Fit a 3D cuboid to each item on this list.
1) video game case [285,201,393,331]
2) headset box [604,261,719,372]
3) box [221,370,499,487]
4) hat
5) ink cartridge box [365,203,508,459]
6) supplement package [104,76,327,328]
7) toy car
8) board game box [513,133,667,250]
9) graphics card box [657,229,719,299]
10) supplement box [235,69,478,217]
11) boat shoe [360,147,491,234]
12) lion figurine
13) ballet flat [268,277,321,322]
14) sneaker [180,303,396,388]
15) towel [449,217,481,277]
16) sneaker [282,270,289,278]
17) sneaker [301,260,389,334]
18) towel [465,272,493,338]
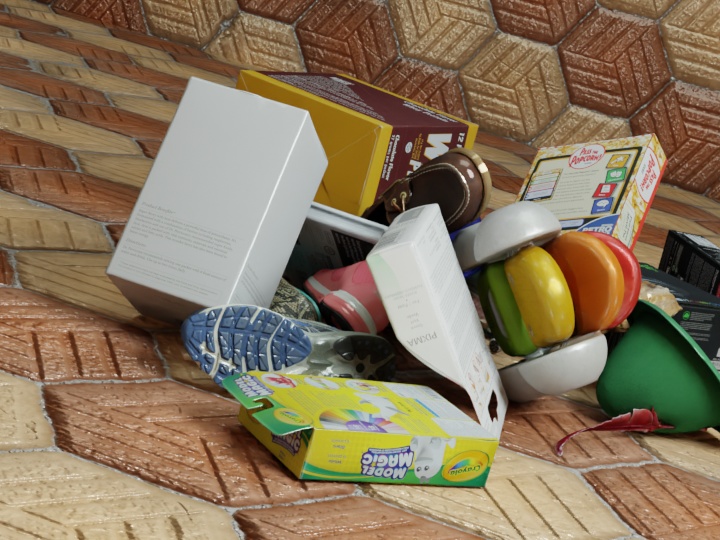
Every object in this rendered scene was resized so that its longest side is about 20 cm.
[{"bbox_3d":[0.000,0.000,1.592,0.181,0.023,0.200,20,-24,20],"label":"video game case"},{"bbox_3d":[0.307,0.051,1.820,0.174,0.093,0.200,7,14,-32],"label":"headset box"},{"bbox_3d":[-0.005,0.124,1.250,0.199,0.049,0.117,10,13,-32],"label":"box"},{"bbox_3d":[0.244,0.138,1.528,0.166,0.176,0.200,42,-13,51],"label":"hat"},{"bbox_3d":[0.071,0.054,1.396,0.050,0.201,0.161,-17,10,14],"label":"ink cartridge box"},{"bbox_3d":[-0.125,-0.050,1.448,0.121,0.201,0.120,18,-16,15],"label":"supplement package"},{"bbox_3d":[0.181,0.020,1.491,0.149,0.176,0.200,-20,-4,-16],"label":"toy car"},{"bbox_3d":[0.239,-0.063,1.772,0.151,0.046,0.200,-4,43,36],"label":"board game box"},{"bbox_3d":[0.410,0.036,1.924,0.051,0.126,0.200,9,13,-14],"label":"graphics card box"},{"bbox_3d":[-0.015,-0.128,1.766,0.197,0.133,0.200,24,18,30],"label":"supplement box"},{"bbox_3d":[0.055,-0.056,1.516,0.070,0.071,0.200,-25,-6,-27],"label":"boat shoe"},{"bbox_3d":[0.225,0.044,1.674,0.199,0.073,0.122,4,14,42],"label":"lion figurine"},{"bbox_3d":[-0.101,0.025,1.550,0.075,0.068,0.200,-11,22,-17],"label":"ballet flat"},{"bbox_3d":[-0.072,0.072,1.375,0.199,0.077,0.085,16,0,-32],"label":"sneaker"},{"bbox_3d":[0.078,-0.021,1.866,0.147,0.050,0.200,-18,16,2],"label":"towel"},{"bbox_3d":[-0.067,-0.026,1.711,0.071,0.073,0.200,-7,-8,34],"label":"sneaker"},{"bbox_3d":[0.005,0.025,1.519,0.074,0.087,0.200,55,-6,-12],"label":"sneaker"},{"bbox_3d":[0.185,-0.011,1.810,0.147,0.200,0.022,31,-24,55],"label":"towel"}]
